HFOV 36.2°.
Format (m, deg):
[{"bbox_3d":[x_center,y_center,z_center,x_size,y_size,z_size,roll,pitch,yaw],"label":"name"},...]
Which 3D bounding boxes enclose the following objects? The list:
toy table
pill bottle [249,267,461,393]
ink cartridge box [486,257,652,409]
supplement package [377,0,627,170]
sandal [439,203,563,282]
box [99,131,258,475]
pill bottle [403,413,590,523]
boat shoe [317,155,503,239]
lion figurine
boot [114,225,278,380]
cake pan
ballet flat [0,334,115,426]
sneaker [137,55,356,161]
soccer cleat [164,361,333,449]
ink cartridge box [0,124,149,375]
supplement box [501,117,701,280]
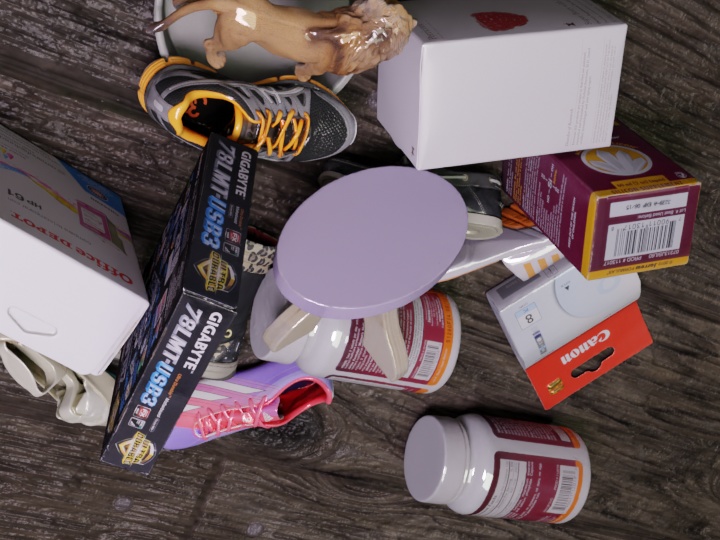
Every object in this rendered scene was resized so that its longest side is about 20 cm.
[{"bbox_3d":[0.000,0.000,1.007,0.197,0.186,0.118,-16,154,-26],"label":"toy table"},{"bbox_3d":[-0.005,0.058,1.119,0.197,0.110,0.111,12,115,-26],"label":"pill bottle"},{"bbox_3d":[0.250,0.064,1.253,0.159,0.047,0.201,-31,123,-1],"label":"ink cartridge box"},{"bbox_3d":[0.126,-0.181,1.019,0.197,0.122,0.122,-9,122,-16],"label":"supplement package"},{"bbox_3d":[0.149,-0.019,1.156,0.203,0.080,0.060,-19,126,2],"label":"sandal"},{"bbox_3d":[-0.146,0.024,0.887,0.049,0.202,0.200,19,127,-16],"label":"box"},{"bbox_3d":[0.157,0.228,1.275,0.197,0.115,0.116,12,115,-25],"label":"pill bottle"},{"bbox_3d":[0.052,-0.084,1.096,0.197,0.072,0.069,12,77,-18],"label":"boat shoe"},{"bbox_3d":[-0.062,-0.195,0.886,0.197,0.122,0.074,-4,93,-29],"label":"lion figurine"},{"bbox_3d":[-0.185,0.012,1.053,0.201,0.074,0.156,18,107,-28],"label":"boot"},{"bbox_3d":[-0.084,-0.228,0.965,0.197,0.037,0.203,-9,122,-15],"label":"cake pan"},{"bbox_3d":[-0.290,0.107,1.065,0.069,0.070,0.201,-37,122,4],"label":"ballet flat"},{"bbox_3d":[-0.092,-0.127,0.953,0.197,0.077,0.079,5,116,-24],"label":"sneaker"},{"bbox_3d":[-0.122,0.141,1.144,0.197,0.077,0.067,-22,125,-7],"label":"soccer cleat"},{"bbox_3d":[-0.266,-0.022,0.919,0.144,0.201,0.085,32,106,-32],"label":"ink cartridge box"},{"bbox_3d":[0.225,-0.082,1.066,0.108,0.201,0.087,-8,121,-15],"label":"supplement box"}]
